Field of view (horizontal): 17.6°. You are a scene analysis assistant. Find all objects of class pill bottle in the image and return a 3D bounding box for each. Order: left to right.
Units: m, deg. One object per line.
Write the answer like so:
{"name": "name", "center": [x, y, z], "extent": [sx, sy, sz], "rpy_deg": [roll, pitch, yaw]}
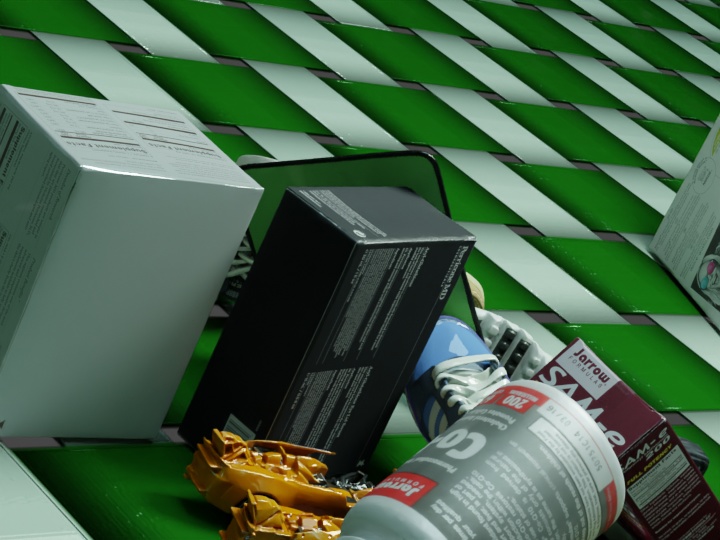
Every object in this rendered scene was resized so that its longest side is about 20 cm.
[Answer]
{"name": "pill bottle", "center": [0.060, 0.165, 1.434], "extent": [0.114, 0.114, 0.200], "rpy_deg": [35, 53, 27]}

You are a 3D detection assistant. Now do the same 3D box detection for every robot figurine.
{"name": "robot figurine", "center": [-0.010, 0.165, 1.537], "extent": [0.199, 0.058, 0.145], "rpy_deg": [13, 26, -31]}

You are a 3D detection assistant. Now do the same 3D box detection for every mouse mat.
{"name": "mouse mat", "center": [0.000, 0.000, 1.709], "extent": [0.160, 0.201, 0.008], "rpy_deg": [-4, 33, 19]}

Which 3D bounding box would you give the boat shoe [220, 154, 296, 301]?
{"name": "boat shoe", "center": [-0.078, -0.023, 1.777], "extent": [0.074, 0.093, 0.200], "rpy_deg": [18, -12, -2]}

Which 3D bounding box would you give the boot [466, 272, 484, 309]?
{"name": "boot", "center": [0.025, 0.041, 1.870], "extent": [0.199, 0.073, 0.156], "rpy_deg": [14, 22, -23]}

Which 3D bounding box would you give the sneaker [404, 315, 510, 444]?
{"name": "sneaker", "center": [0.093, 0.098, 1.609], "extent": [0.080, 0.147, 0.201], "rpy_deg": [-9, 66, -16]}

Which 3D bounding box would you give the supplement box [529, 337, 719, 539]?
{"name": "supplement box", "center": [0.202, 0.147, 1.695], "extent": [0.109, 0.061, 0.200], "rpy_deg": [45, -6, 44]}

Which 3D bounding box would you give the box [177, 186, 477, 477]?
{"name": "box", "center": [-0.023, 0.045, 1.614], "extent": [0.079, 0.201, 0.141], "rpy_deg": [38, 23, 32]}

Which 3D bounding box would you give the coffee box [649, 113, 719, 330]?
{"name": "coffee box", "center": [0.456, -0.041, 2.400], "extent": [0.199, 0.201, 0.198], "rpy_deg": [15, 22, -27]}

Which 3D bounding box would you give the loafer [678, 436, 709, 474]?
{"name": "loafer", "center": [0.189, 0.142, 1.816], "extent": [0.200, 0.068, 0.070], "rpy_deg": [5, 37, -36]}

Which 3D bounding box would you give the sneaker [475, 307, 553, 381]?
{"name": "sneaker", "center": [0.131, 0.090, 1.867], "extent": [0.200, 0.075, 0.081], "rpy_deg": [36, 5, -22]}

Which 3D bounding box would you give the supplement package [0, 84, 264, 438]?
{"name": "supplement package", "center": [-0.185, -0.001, 1.537], "extent": [0.155, 0.201, 0.111], "rpy_deg": [5, 28, -44]}
